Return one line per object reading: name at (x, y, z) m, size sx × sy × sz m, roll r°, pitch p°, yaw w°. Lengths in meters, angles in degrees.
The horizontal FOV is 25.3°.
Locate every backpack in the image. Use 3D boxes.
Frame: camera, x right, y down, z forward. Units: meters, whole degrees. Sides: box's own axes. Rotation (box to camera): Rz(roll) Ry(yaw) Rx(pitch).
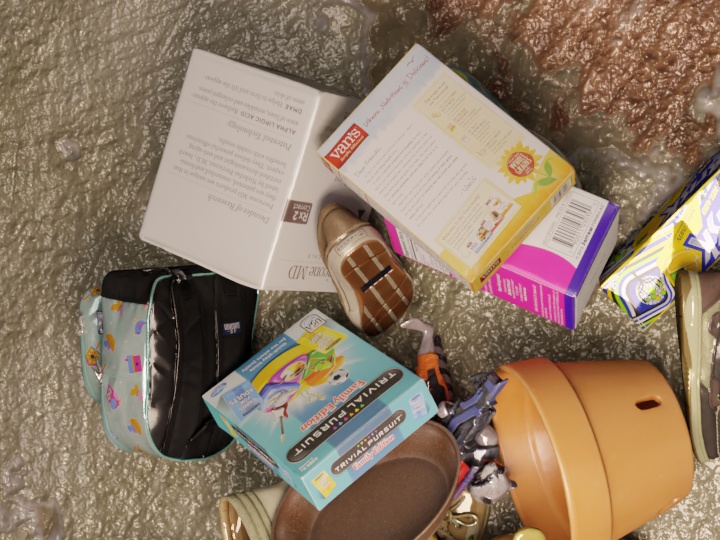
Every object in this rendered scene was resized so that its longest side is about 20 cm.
backpack at (-0.199, 0.096, 1.671) m, size 0.153 × 0.175 × 0.202 m, roll -3°, pitch 92°, yaw 36°

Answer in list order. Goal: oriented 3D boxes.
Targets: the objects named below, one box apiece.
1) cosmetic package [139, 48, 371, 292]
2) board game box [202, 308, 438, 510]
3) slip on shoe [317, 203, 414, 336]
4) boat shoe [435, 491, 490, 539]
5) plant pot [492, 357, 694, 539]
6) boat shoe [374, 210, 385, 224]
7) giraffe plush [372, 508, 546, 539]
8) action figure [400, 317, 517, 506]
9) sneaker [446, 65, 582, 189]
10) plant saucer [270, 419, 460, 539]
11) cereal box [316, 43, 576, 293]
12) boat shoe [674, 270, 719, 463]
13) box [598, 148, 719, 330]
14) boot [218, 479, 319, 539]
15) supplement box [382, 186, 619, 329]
cosmetic package at (-0.090, -0.097, 1.614) m, size 0.164 × 0.165 × 0.201 m, roll 21°, pitch 99°, yaw 29°
board game box at (-0.043, 0.129, 1.566) m, size 0.151 × 0.047 × 0.200 m, roll -38°, pitch 35°, yaw -17°
slip on shoe at (0.000, 0.000, 1.594) m, size 0.076 × 0.200 × 0.061 m, roll -38°, pitch 62°, yaw -2°
boat shoe at (0.077, 0.282, 1.635) m, size 0.073 × 0.063 × 0.201 m, roll 22°, pitch 98°, yaw 18°
plant pot at (0.222, 0.169, 1.516) m, size 0.139 × 0.200 × 0.201 m, roll -14°, pitch 86°, yaw -12°
boat shoe at (0.093, -0.036, 1.617) m, size 0.199 × 0.066 × 0.070 m, roll 33°, pitch 102°, yaw 15°
giraffe plush at (0.111, 0.301, 1.506) m, size 0.161 × 0.173 × 0.201 m, roll -20°, pitch 46°, yaw 9°
action figure at (0.096, 0.139, 1.576) m, size 0.200 × 0.104 × 0.194 m, roll -49°, pitch 60°, yaw 38°
sneaker at (0.127, -0.123, 1.568) m, size 0.200 × 0.130 × 0.080 m, roll 41°, pitch 100°, yaw 14°
plant saucer at (0.011, 0.221, 1.497) m, size 0.199 × 0.201 × 0.037 m, roll -21°, pitch 120°, yaw 19°
cereal box at (0.078, -0.096, 1.476) m, size 0.200 × 0.040 × 0.144 m, roll 42°, pitch 84°, yaw 20°
boat shoe at (0.335, 0.092, 1.510) m, size 0.066 × 0.072 × 0.202 m, roll -6°, pitch 114°, yaw 11°
box at (0.317, -0.040, 1.530) m, size 0.064 × 0.070 × 0.200 m, roll 42°, pitch 105°, yaw -6°
boot at (-0.048, 0.293, 1.574) m, size 0.072 × 0.154 × 0.201 m, roll -30°, pitch 79°, yaw 48°
supplement box at (0.133, -0.040, 1.523) m, size 0.199 × 0.103 × 0.102 m, roll 25°, pitch 75°, yaw 15°
